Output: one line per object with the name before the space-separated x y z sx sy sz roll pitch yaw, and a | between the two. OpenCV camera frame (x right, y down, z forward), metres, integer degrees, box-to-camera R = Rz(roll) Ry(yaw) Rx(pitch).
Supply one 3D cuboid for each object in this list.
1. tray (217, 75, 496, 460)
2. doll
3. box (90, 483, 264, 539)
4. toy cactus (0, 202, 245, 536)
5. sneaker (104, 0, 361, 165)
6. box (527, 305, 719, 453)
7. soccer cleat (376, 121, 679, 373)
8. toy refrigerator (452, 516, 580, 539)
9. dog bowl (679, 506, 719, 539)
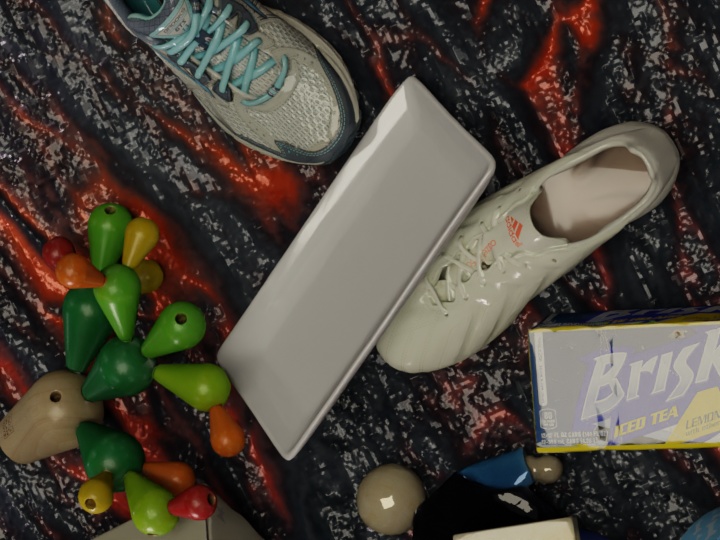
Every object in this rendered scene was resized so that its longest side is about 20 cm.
tray | 0.000 0.000 1.194 0.200 0.022 0.107 -55 38 13
doll | 0.084 0.168 1.195 0.200 0.048 0.137 30 84 12
box | -0.146 0.204 1.234 0.199 0.069 0.082 -28 129 18
toy cactus | -0.149 0.066 1.218 0.165 0.102 0.201 -33 69 37
sneaker | -0.088 -0.127 1.191 0.200 0.086 0.078 42 105 7
box | 0.192 0.055 1.150 0.199 0.064 0.070 -3 96 14
soccer cleat | 0.082 -0.014 1.164 0.200 0.078 0.069 -37 86 15
toy refrigerator | 0.099 0.230 1.123 0.070 0.076 0.201 -9 82 6
dog bowl | 0.202 0.214 1.143 0.111 0.050 0.201 9 91 -24
